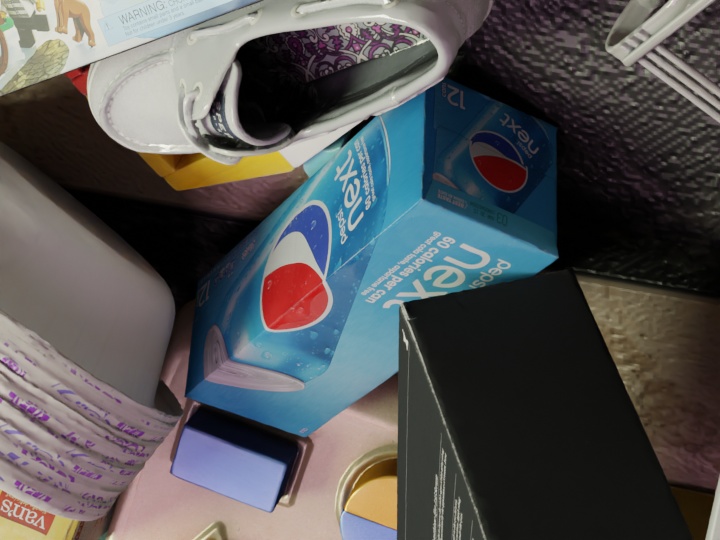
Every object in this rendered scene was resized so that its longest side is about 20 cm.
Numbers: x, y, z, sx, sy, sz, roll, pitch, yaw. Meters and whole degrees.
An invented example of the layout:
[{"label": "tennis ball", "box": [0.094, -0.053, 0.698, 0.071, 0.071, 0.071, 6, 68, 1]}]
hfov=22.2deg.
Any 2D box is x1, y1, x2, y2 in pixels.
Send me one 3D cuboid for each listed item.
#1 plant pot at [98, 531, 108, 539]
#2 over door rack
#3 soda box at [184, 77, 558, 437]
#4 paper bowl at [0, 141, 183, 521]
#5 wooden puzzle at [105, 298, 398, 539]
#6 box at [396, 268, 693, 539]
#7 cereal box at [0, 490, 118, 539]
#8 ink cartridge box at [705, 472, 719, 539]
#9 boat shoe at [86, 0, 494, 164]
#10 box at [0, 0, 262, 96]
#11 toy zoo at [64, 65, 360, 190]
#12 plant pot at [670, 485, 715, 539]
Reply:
[{"label": "plant pot", "box": [-0.108, 0.226, 1.026, 0.133, 0.202, 0.201, -1, 142, -10]}, {"label": "over door rack", "box": [0.188, -0.076, 0.595, 0.147, 0.067, 0.200, 34, 161, -11]}, {"label": "soda box", "box": [0.000, 0.000, 0.782, 0.067, 0.065, 0.200, 20, 144, -25]}, {"label": "paper bowl", "box": [-0.162, 0.010, 0.814, 0.200, 0.105, 0.201, 39, 179, 1]}, {"label": "wooden puzzle", "box": [-0.033, 0.136, 0.885, 0.184, 0.046, 0.202, 20, 100, 5]}, {"label": "box", "box": [0.067, 0.122, 0.740, 0.078, 0.142, 0.201, -13, 139, -11]}, {"label": "cereal box", "box": [-0.189, 0.092, 0.922, 0.143, 0.040, 0.200, 23, -178, 1]}, {"label": "ink cartridge box", "box": [0.173, 0.109, 0.689, 0.082, 0.148, 0.200, 13, 179, 14]}, {"label": "boat shoe", "box": [-0.036, -0.074, 0.691, 0.199, 0.069, 0.072, -10, 130, 34]}, {"label": "box", "box": [-0.101, -0.147, 0.658, 0.199, 0.038, 0.138, -13, 105, 39]}, {"label": "toy zoo", "box": [-0.074, -0.103, 0.750, 0.131, 0.021, 0.200, -18, 125, 39]}, {"label": "plant pot", "box": [0.146, 0.243, 0.884, 0.192, 0.201, 0.197, 10, 138, 17]}]
